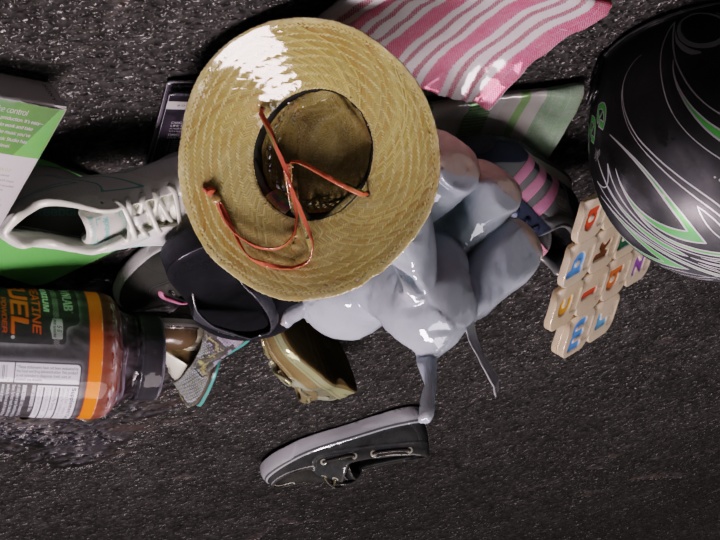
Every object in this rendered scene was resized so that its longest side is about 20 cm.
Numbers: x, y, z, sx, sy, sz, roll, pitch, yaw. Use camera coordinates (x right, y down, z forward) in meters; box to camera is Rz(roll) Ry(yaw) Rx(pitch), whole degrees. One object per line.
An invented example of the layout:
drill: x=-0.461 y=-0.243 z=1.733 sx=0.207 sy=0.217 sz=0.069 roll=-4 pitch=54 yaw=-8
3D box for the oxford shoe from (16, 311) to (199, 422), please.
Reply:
oxford shoe: x=-0.221 y=0.085 z=1.853 sx=0.199 sy=0.085 sz=0.073 roll=-18 pitch=167 yaw=24

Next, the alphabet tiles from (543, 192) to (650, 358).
alphabet tiles: x=0.208 y=-0.027 z=1.768 sx=0.195 sy=0.015 sz=0.201 roll=-26 pitch=137 yaw=-55

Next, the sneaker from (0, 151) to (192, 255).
sneaker: x=-0.167 y=-0.040 z=1.544 sx=0.199 sy=0.071 sz=0.080 roll=-7 pitch=-161 yaw=-2

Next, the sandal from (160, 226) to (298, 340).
sandal: x=-0.099 y=0.022 z=1.614 sx=0.076 sy=0.043 sz=0.200 roll=-27 pitch=157 yaw=9

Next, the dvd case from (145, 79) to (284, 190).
dvd case: x=-0.085 y=-0.086 z=1.604 sx=0.148 sy=0.016 sz=0.200 roll=0 pitch=154 yaw=-14

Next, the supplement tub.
supplement tub: x=-0.262 y=0.067 z=1.745 sx=0.199 sy=0.107 sz=0.107 roll=3 pitch=154 yaw=-18

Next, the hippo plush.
hippo plush: x=0.033 y=-0.002 z=1.619 sx=0.159 sy=0.201 sz=0.160 roll=-17 pitch=-171 yaw=-40

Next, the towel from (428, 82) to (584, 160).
towel: x=0.066 y=-0.095 z=1.693 sx=0.199 sy=0.024 sz=0.153 roll=-8 pitch=157 yaw=-14

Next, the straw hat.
straw hat: x=-0.028 y=-0.085 z=1.497 sx=0.200 sy=0.202 sz=0.085 roll=-23 pitch=-174 yaw=21

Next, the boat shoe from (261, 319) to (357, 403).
boat shoe: x=-0.059 y=0.087 z=2.003 sx=0.063 sy=0.074 sz=0.201 roll=-23 pitch=165 yaw=9

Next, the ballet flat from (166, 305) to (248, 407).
ballet flat: x=-0.143 y=0.060 z=1.909 sx=0.072 sy=0.072 sz=0.200 roll=-4 pitch=156 yaw=-25

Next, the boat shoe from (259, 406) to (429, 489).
boat shoe: x=-0.017 y=0.205 z=2.333 sx=0.199 sy=0.057 sz=0.069 roll=-21 pitch=158 yaw=17

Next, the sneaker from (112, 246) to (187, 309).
sneaker: x=-0.122 y=0.017 z=1.750 sx=0.199 sy=0.100 sz=0.071 roll=-25 pitch=158 yaw=29

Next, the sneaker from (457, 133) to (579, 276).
sneaker: x=0.121 y=-0.051 z=1.696 sx=0.070 sy=0.082 sz=0.200 roll=-27 pitch=155 yaw=30

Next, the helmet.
helmet: x=0.274 y=-0.085 z=1.612 sx=0.199 sy=0.192 sz=0.200 roll=-12 pitch=158 yaw=-5

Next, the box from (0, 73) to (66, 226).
box: x=-0.305 y=-0.053 z=1.449 sx=0.144 sy=0.036 sz=0.200 roll=8 pitch=126 yaw=-43

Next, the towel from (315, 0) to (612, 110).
towel: x=0.062 y=-0.168 z=1.501 sx=0.199 sy=0.030 sz=0.146 roll=5 pitch=151 yaw=-38

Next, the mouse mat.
mouse mat: x=-0.253 y=-0.036 z=1.664 sx=0.160 sy=0.008 sz=0.200 roll=-24 pitch=155 yaw=24
